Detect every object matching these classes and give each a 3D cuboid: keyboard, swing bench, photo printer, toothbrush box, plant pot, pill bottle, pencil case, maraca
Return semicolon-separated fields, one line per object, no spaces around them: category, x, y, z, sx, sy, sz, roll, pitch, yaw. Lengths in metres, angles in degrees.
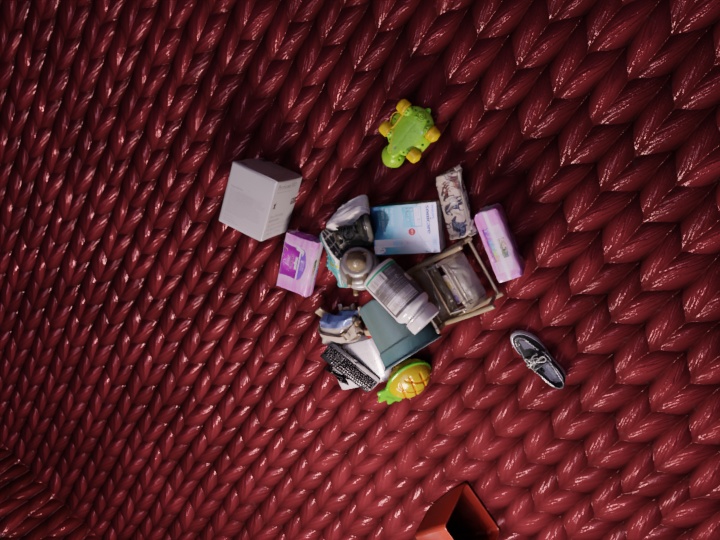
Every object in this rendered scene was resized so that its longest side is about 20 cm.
keyboard;-0.043;0.326;1.635;0.200;0.040;0.104;38;120;-1
swing bench;0.263;0.041;1.461;0.200;0.130;0.199;-29;91;30
photo printer;0.005;0.294;1.674;0.200;0.069;0.167;-19;99;24
toothbrush box;0.140;-0.126;1.497;0.199;0.085;0.147;-1;103;20
plant pot;0.298;0.847;1.656;0.176;0.200;0.200;-34;91;37
pill bottle;0.113;0.072;1.409;0.200;0.113;0.113;46;116;12
plant pot;0.106;0.164;1.523;0.200;0.200;0.196;-37;79;26
pencil case;0.269;-0.188;1.430;0.089;0.078;0.201;-4;104;50
maraca;0.138;0.353;1.610;0.200;0.137;0.107;-48;41;18

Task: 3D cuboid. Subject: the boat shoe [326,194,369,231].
boat shoe;-0.039;-0.173;1.548;0.200;0.072;0.069;-30;49;58

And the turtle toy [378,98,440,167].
turtle toy;0.129;-0.370;1.424;0.146;0.101;0.200;46;116;5

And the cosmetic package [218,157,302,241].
cosmetic package;-0.311;-0.227;1.602;0.165;0.165;0.200;26;114;13

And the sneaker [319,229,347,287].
sneaker;-0.082;-0.032;1.616;0.080;0.077;0.200;-19;102;36

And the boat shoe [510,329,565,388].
boat shoe;0.507;0.257;1.467;0.074;0.068;0.199;-40;88;25

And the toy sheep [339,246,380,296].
toy sheep;0.000;0.000;1.536;0.137;0.200;0.138;-2;70;7

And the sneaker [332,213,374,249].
sneaker;-0.019;-0.108;1.492;0.114;0.199;0.076;-9;81;-7

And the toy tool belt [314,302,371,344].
toy tool belt;-0.046;0.162;1.630;0.200;0.125;0.123;-11;106;27

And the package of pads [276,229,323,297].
package of pads;-0.198;-0.024;1.663;0.120;0.076;0.201;19;111;14

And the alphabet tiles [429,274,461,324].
alphabet tiles;0.204;0.088;1.570;0.200;0.015;0.196;-24;95;25

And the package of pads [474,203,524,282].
package of pads;0.378;-0.078;1.388;0.076;0.120;0.200;-21;96;25
